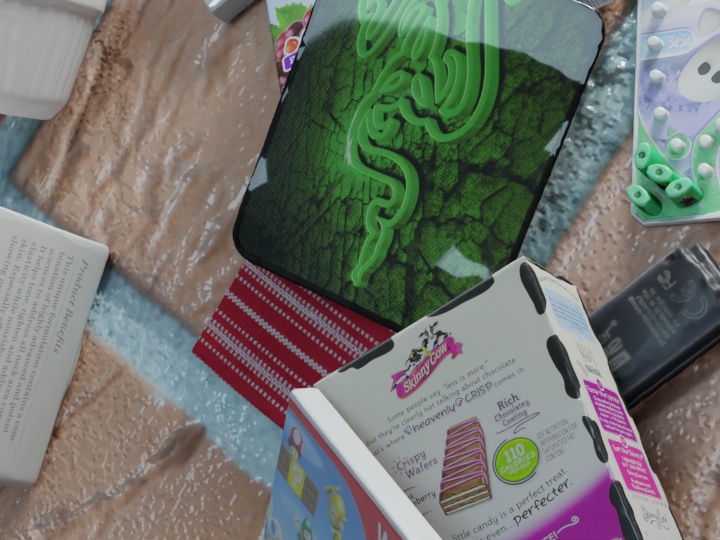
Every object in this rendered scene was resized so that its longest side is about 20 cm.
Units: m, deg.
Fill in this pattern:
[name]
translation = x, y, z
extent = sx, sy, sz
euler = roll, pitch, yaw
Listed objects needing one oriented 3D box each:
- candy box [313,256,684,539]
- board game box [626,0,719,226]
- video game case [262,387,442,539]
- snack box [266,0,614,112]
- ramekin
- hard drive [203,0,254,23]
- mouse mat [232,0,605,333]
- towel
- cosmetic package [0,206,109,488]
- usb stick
[candy box]
translation = 0.070, 0.115, 0.699
extent = 0.136, 0.061, 0.201
euler = -32, 60, 24
[board game box]
translation = 0.231, -0.129, 0.737
extent = 0.199, 0.026, 0.201
euler = -4, 73, 30
[video game case]
translation = -0.016, 0.180, 0.722
extent = 0.143, 0.017, 0.201
euler = 45, 130, 51
[snack box]
translation = 0.041, -0.181, 0.840
extent = 0.199, 0.053, 0.143
euler = -23, 55, 20
[ramekin]
translation = -0.272, -0.160, 0.963
extent = 0.202, 0.202, 0.095
euler = 16, 97, 34
[hard drive]
translation = -0.040, -0.270, 0.947
extent = 0.200, 0.026, 0.132
euler = -36, 60, 18
[mouse mat]
translation = 0.026, -0.071, 0.792
extent = 0.160, 0.008, 0.201
euler = 24, 101, 18
[towel]
translation = 0.000, 0.000, 0.843
extent = 0.144, 0.022, 0.200
euler = 35, 96, 35
[cosmetic package]
translation = -0.299, 0.025, 0.912
extent = 0.166, 0.200, 0.168
euler = 13, 83, 34
[usb stick]
translation = 0.106, 0.063, 0.752
extent = 0.200, 0.033, 0.056
euler = -40, 56, 16
